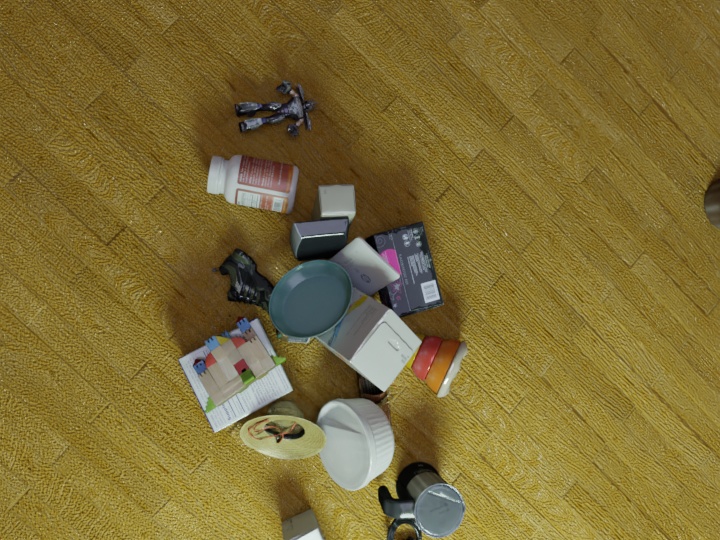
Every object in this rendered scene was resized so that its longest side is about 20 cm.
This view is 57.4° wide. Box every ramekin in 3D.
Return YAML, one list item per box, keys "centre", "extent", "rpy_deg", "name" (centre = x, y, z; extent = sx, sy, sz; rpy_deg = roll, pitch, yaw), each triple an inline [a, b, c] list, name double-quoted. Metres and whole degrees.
- centre: [-0.008, 0.385, 1.500]
  extent: [0.093, 0.201, 0.205]
  rpy_deg: [-9, 89, -40]
  name: "ramekin"

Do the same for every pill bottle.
- centre: [-0.247, -0.203, 1.516]
  extent: [0.197, 0.112, 0.114]
  rpy_deg: [10, 86, -9]
  name: "pill bottle"

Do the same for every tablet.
- centre: [0.000, 0.000, 1.511]
  extent: [0.130, 0.200, 0.014]
  rpy_deg: [43, 60, -7]
  name: "tablet"

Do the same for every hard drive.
- centre: [-0.093, -0.066, 1.490]
  extent: [0.133, 0.200, 0.043]
  rpy_deg: [-6, 76, -9]
  name: "hard drive"

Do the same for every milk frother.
- centre: [0.142, 0.574, 1.517]
  extent: [0.178, 0.188, 0.202]
  rpy_deg: [-19, 91, -9]
  name: "milk frother"

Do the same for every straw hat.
- centre: [-0.174, 0.349, 1.519]
  extent: [0.198, 0.202, 0.086]
  rpy_deg: [10, 44, -9]
  name: "straw hat"

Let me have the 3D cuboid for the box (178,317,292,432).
- centre: [-0.282, 0.233, 1.499]
  extent: [0.198, 0.105, 0.186]
  rpy_deg: [-27, 92, -10]
  name: "box"

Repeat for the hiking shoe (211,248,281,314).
- centre: [-0.257, 0.051, 1.534]
  extent: [0.100, 0.076, 0.201]
  rpy_deg: [-37, 86, 0]
  name: "hiking shoe"

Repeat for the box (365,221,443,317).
- centre: [0.103, 0.000, 1.568]
  extent: [0.131, 0.115, 0.203]
  rpy_deg: [-15, 92, -11]
  name: "box"

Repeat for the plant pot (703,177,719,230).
- centre: [1.007, -0.181, 1.684]
  extent: [0.197, 0.198, 0.203]
  rpy_deg: [0, 88, -10]
  name: "plant pot"

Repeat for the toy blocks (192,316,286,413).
- centre: [-0.279, 0.190, 1.410]
  extent: [0.199, 0.100, 0.137]
  rpy_deg: [-34, 82, -10]
  name: "toy blocks"

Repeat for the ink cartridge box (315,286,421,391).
- centre: [0.004, 0.143, 1.479]
  extent: [0.145, 0.199, 0.147]
  rpy_deg: [-52, 129, -9]
  name: "ink cartridge box"

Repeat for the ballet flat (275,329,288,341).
- centre: [-0.119, 0.091, 1.547]
  extent: [0.199, 0.072, 0.068]
  rpy_deg: [-40, 90, -9]
  name: "ballet flat"

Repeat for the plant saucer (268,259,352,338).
- centre: [-0.107, 0.069, 1.463]
  extent: [0.197, 0.036, 0.202]
  rpy_deg: [-9, 54, 13]
  name: "plant saucer"

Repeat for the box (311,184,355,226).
- centre: [-0.064, -0.128, 1.496]
  extent: [0.081, 0.200, 0.069]
  rpy_deg: [-3, 77, -8]
  name: "box"

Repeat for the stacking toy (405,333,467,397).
- centre: [0.145, 0.198, 1.581]
  extent: [0.198, 0.146, 0.147]
  rpy_deg: [26, 84, 11]
  name: "stacking toy"

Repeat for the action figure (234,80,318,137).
- centre: [-0.192, -0.374, 1.555]
  extent: [0.198, 0.069, 0.132]
  rpy_deg: [-15, 86, -13]
  name: "action figure"

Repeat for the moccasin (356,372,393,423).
- centre: [0.035, 0.293, 1.563]
  extent: [0.073, 0.078, 0.204]
  rpy_deg: [-7, 89, -10]
  name: "moccasin"

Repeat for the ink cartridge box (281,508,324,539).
- centre: [-0.103, 0.667, 1.493]
  extent: [0.083, 0.145, 0.202]
  rpy_deg: [-23, 91, -10]
  name: "ink cartridge box"

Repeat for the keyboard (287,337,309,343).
- centre: [-0.115, 0.073, 1.508]
  extent: [0.056, 0.011, 0.202]
  rpy_deg: [3, 61, 25]
  name: "keyboard"
